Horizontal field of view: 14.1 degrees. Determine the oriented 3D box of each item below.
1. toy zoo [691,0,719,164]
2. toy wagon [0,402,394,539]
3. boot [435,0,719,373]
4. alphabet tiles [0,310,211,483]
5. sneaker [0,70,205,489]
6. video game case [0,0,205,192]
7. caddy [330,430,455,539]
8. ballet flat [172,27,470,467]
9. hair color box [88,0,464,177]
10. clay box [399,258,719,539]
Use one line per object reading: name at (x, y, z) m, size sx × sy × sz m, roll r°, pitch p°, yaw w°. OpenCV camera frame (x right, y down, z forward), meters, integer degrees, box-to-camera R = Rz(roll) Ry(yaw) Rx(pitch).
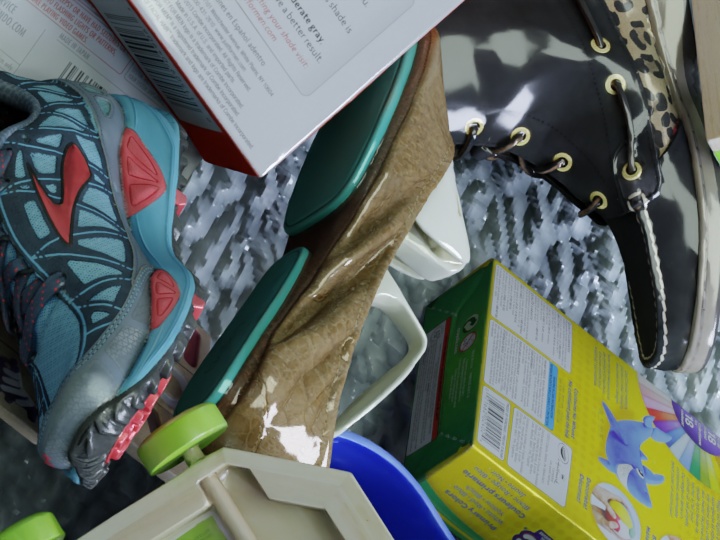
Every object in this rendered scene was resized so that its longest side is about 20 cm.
toy zoo at (0.181, -0.065, 1.255) m, size 0.200 × 0.020 × 0.132 m, roll 48°, pitch 34°, yaw -54°
toy wagon at (-0.071, 0.149, 1.003) m, size 0.200 × 0.040 × 0.155 m, roll -33°, pitch 80°, yaw -2°
boot at (0.065, -0.051, 1.187) m, size 0.150 × 0.073 × 0.201 m, roll -6°, pitch 86°, yaw -11°
alphabet tiles at (-0.131, -0.006, 1.060) m, size 0.200 × 0.008 × 0.167 m, roll 40°, pitch 25°, yaw -22°
sneaker at (-0.114, -0.001, 1.009) m, size 0.095 × 0.200 × 0.079 m, roll 24°, pitch 116°, yaw -20°
video game case at (-0.102, -0.153, 1.105) m, size 0.200 × 0.045 × 0.182 m, roll 39°, pitch 82°, yaw -26°
caddy at (-0.016, 0.154, 1.113) m, size 0.141 × 0.105 × 0.200 m, roll -42°, pitch 106°, yaw -30°
ballet flat at (0.000, 0.000, 1.095) m, size 0.072 × 0.068 × 0.200 m, roll 36°, pitch 58°, yaw -18°
hair color box at (-0.006, -0.142, 1.094) m, size 0.200 × 0.064 × 0.111 m, roll -41°, pitch 112°, yaw -13°
clay box at (0.107, 0.097, 1.207) m, size 0.200 × 0.048 × 0.115 m, roll 39°, pitch 35°, yaw -23°
